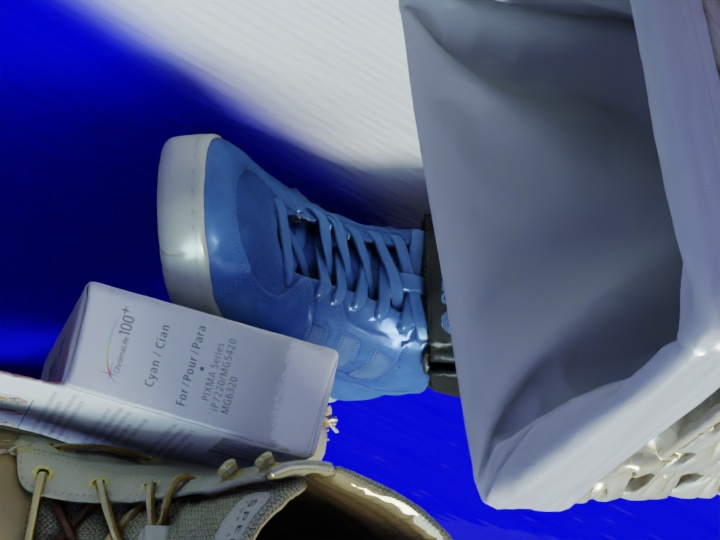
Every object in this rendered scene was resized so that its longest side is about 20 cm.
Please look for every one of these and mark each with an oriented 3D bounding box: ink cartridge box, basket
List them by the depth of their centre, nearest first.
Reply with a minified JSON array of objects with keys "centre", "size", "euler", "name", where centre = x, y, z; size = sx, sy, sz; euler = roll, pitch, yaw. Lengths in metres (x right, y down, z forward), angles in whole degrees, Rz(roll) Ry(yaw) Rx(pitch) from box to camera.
[{"centre":[0.106,-0.033,0.954],"size":[0.123,0.200,0.136],"euler":[7,150,-28],"name":"basket"},{"centre":[-0.112,0.041,1.124],"size":[0.176,0.045,0.200],"euler":[15,168,-8],"name":"ink cartridge box"}]

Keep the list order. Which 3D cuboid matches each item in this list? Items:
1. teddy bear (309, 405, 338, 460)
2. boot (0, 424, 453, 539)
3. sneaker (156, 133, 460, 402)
[{"centre":[-0.109,0.080,1.291],"size":[0.200,0.067,0.145],"euler":[-7,161,-6],"name":"teddy bear"},{"centre":[-0.080,0.093,1.057],"size":[0.200,0.072,0.155],"euler":[13,170,-28],"name":"boot"},{"centre":[0.000,-0.001,1.119],"size":[0.111,0.077,0.200],"euler":[-5,157,15],"name":"sneaker"}]
